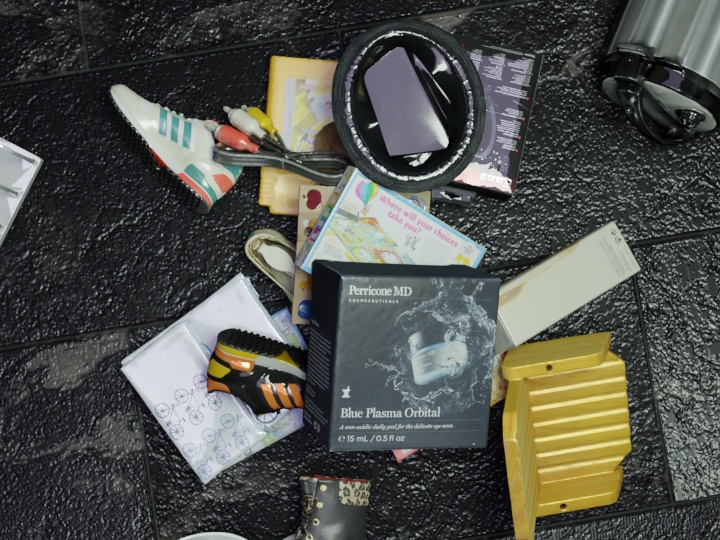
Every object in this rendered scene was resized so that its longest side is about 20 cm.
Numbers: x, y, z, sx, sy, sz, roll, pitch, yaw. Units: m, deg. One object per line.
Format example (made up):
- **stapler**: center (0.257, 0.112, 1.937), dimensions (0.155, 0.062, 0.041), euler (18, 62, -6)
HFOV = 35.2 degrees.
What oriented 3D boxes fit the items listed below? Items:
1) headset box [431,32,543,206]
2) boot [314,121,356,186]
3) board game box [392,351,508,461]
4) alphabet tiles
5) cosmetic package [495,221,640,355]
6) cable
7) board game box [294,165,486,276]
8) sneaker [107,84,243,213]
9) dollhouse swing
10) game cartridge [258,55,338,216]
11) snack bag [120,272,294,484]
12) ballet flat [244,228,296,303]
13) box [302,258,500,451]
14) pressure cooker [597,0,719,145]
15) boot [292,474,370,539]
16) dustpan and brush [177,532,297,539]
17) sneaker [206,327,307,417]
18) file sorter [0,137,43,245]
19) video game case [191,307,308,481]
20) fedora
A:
- **headset box**: center (0.136, -0.185, 1.435), dimensions (0.147, 0.077, 0.203), euler (12, 88, 1)
- **boot**: center (-0.006, -0.091, 1.421), dimensions (0.075, 0.073, 0.203), euler (-7, 95, 29)
- **board game box**: center (0.094, 0.124, 1.437), dimensions (0.199, 0.046, 0.153), euler (-31, 88, -2)
- **alphabet tiles**: center (0.000, 0.000, 1.381), dimensions (0.165, 0.008, 0.203), euler (1, 100, -17)
- **cosmetic package**: center (0.230, 0.024, 1.388), dimensions (0.199, 0.105, 0.072), euler (-29, 87, -21)
- **cable**: center (-0.103, -0.149, 1.383), dimensions (0.199, 0.051, 0.097), euler (24, 44, 30)
- **board game box**: center (0.038, -0.017, 1.365), dimensions (0.199, 0.034, 0.135), euler (30, 90, -20)
- **sneaker**: center (-0.233, -0.170, 1.444), dimensions (0.093, 0.070, 0.200), euler (-42, 86, -21)
- **dollhouse swing**: center (0.249, 0.206, 1.343), dimensions (0.179, 0.176, 0.203), euler (-9, 107, -1)
- **game cartridge**: center (-0.037, -0.167, 1.455), dimensions (0.174, 0.032, 0.203), euler (4, 87, 0)
- **snack bag**: center (-0.172, 0.135, 1.428), dimensions (0.199, 0.021, 0.189), euler (-36, 88, -2)
- **ballet flat**: center (-0.066, 0.018, 1.421), dimensions (0.199, 0.069, 0.070), euler (37, 88, 6)
- **box**: center (0.045, 0.095, 1.308), dimensions (0.194, 0.117, 0.203), euler (1, 98, -18)
- **pressure cooker**: center (0.387, -0.258, 1.390), dimensions (0.174, 0.179, 0.202), euler (23, 87, -3)
- **boot**: center (-0.070, 0.329, 1.391), dimensions (0.198, 0.073, 0.153), euler (8, 84, -26)
- **dustpan and brush**: center (-0.148, 0.376, 1.427), dimensions (0.198, 0.057, 0.141), euler (-22, 100, 5)
- **sneaker**: center (-0.094, 0.145, 1.395), dimensions (0.198, 0.070, 0.091), euler (22, 109, -5)
- **file sorter**: center (-0.511, -0.087, 1.400), dimensions (0.138, 0.125, 0.202), euler (26, 87, 0)
- **video game case**: center (-0.148, 0.157, 1.447), dimensions (0.198, 0.018, 0.144), euler (-28, 88, -1)
- **fedora**: center (0.055, -0.191, 1.351), dimensions (0.198, 0.092, 0.204), euler (0, 90, -2)
